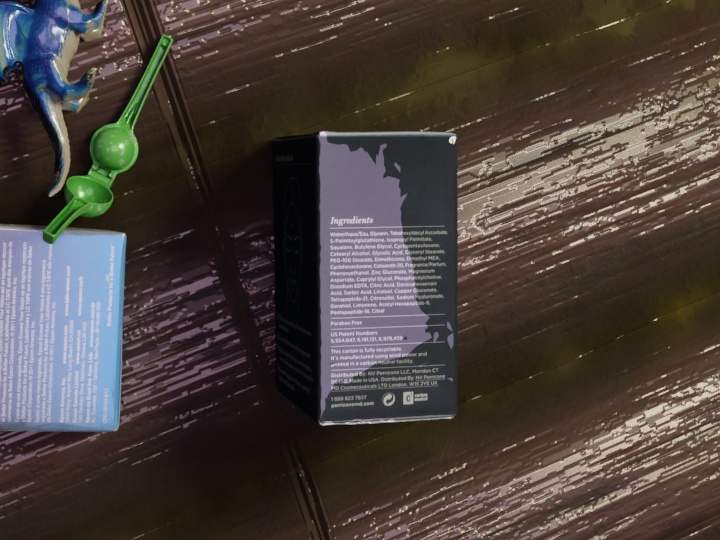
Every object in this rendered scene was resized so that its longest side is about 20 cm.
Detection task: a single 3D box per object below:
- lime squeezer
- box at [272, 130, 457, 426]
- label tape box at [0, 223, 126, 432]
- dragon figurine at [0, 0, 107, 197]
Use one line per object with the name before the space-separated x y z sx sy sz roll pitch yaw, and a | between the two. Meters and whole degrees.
lime squeezer | -0.189 -0.085 0.919 0.037 0.071 0.202 17 56 9
box | 0.000 0.000 0.933 0.105 0.148 0.204 -2 95 -15
label tape box | -0.271 0.039 0.905 0.197 0.066 0.146 2 93 -13
dragon figurine | -0.238 -0.157 0.900 0.098 0.059 0.203 10 88 -14
